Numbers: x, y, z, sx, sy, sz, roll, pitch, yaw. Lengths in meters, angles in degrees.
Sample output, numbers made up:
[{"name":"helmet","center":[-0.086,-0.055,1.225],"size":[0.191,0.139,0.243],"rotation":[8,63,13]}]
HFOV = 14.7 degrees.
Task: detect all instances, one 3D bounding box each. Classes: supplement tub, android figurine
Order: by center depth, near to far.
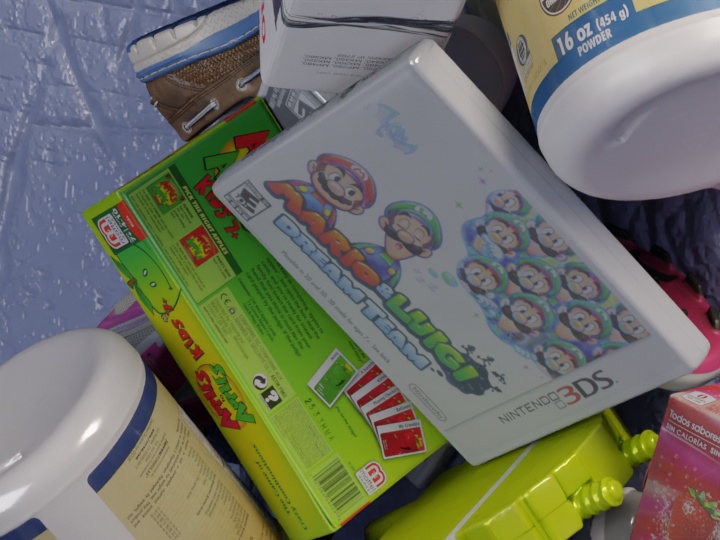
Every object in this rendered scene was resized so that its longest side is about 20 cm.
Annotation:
[{"name":"supplement tub","center":[0.127,-0.150,1.280],"size":[0.144,0.144,0.201],"rotation":[-35,61,38]},{"name":"android figurine","center":[0.064,0.125,1.390],"size":[0.199,0.182,0.041],"rotation":[-28,99,38]},{"name":"supplement tub","center":[-0.121,0.145,1.423],"size":[0.144,0.145,0.200],"rotation":[-15,123,40]}]

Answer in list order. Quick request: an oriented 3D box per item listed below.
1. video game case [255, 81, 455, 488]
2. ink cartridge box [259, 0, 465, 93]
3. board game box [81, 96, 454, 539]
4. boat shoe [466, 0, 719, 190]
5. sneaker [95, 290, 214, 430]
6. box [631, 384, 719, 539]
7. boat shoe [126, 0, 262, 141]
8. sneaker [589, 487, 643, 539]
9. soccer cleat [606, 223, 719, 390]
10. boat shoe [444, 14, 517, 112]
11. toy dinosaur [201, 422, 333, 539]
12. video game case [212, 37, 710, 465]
[{"name":"video game case","center":[0.000,0.000,1.457],"size":[0.182,0.023,0.200],"rotation":[45,147,15]},{"name":"ink cartridge box","center":[0.006,-0.183,1.269],"size":[0.200,0.084,0.146],"rotation":[115,156,-68]},{"name":"board game box","center":[-0.043,0.026,1.420],"size":[0.201,0.101,0.048],"rotation":[58,148,-5]},{"name":"boat shoe","center":[0.120,-0.104,1.381],"size":[0.199,0.065,0.074],"rotation":[33,117,32]},{"name":"sneaker","center":[-0.119,0.062,1.512],"size":[0.199,0.088,0.081],"rotation":[-33,115,14]},{"name":"box","center":[0.233,0.131,1.287],"size":[0.199,0.099,0.096],"rotation":[28,113,34]},{"name":"boat shoe","center":[-0.033,-0.123,1.513],"size":[0.199,0.072,0.073],"rotation":[-16,102,38]},{"name":"sneaker","center":[0.178,0.196,1.386],"size":[0.082,0.075,0.201],"rotation":[-26,86,25]},{"name":"soccer cleat","center":[0.105,0.016,1.418],"size":[0.200,0.070,0.087],"rotation":[39,130,35]},{"name":"boat shoe","center":[0.027,-0.085,1.445],"size":[0.072,0.068,0.200],"rotation":[50,143,0]},{"name":"toy dinosaur","center":[-0.078,0.079,1.553],"size":[0.181,0.105,0.201],"rotation":[26,110,31]},{"name":"video game case","center":[0.044,-0.003,1.341],"size":[0.200,0.024,0.182],"rotation":[47,143,-11]}]
